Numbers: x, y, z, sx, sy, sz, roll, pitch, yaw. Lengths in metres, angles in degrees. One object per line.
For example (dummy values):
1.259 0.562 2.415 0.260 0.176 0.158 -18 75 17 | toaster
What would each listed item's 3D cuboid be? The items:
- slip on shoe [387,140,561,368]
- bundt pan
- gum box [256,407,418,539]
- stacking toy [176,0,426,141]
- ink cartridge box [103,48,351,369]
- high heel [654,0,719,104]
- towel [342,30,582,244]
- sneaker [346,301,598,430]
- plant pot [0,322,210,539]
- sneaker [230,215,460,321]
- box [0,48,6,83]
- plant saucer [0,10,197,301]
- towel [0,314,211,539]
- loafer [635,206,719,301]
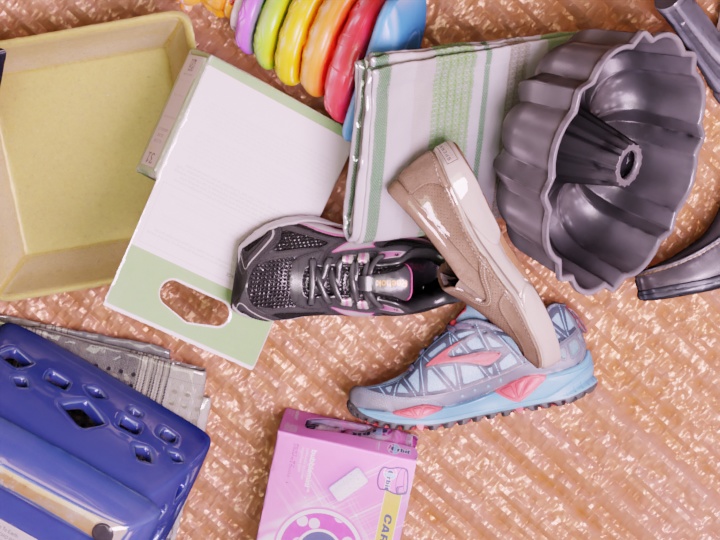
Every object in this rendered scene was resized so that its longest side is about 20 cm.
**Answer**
0.086 -0.001 1.368 0.060 0.076 0.201 -30 122 0 | slip on shoe
0.171 -0.088 1.373 0.075 0.201 0.204 22 106 38 | bundt pan
-0.026 0.214 1.492 0.112 0.066 0.202 12 103 0 | gum box
-0.057 -0.188 1.398 0.199 0.110 0.117 22 112 9 | stacking toy
-0.104 -0.045 1.397 0.145 0.048 0.201 26 89 -32 | ink cartridge box
0.325 -0.219 1.403 0.200 0.071 0.143 -45 121 -3 | high heel
0.077 -0.103 1.381 0.199 0.031 0.150 -12 122 -31 | towel
0.083 0.071 1.464 0.198 0.079 0.096 -11 89 -3 | sneaker
-0.251 0.188 1.409 0.199 0.180 0.201 29 105 -2 | plant pot
0.000 0.000 1.392 0.199 0.086 0.081 -9 104 -29 | sneaker
-0.384 -0.091 1.389 0.181 0.104 0.202 18 108 14 | box
-0.209 -0.091 1.441 0.198 0.048 0.202 -9 102 4 | plant saucer
-0.228 0.144 1.507 0.191 0.035 0.202 14 105 2 | towel
0.299 -0.035 1.431 0.199 0.073 0.073 -23 92 -3 | loafer
